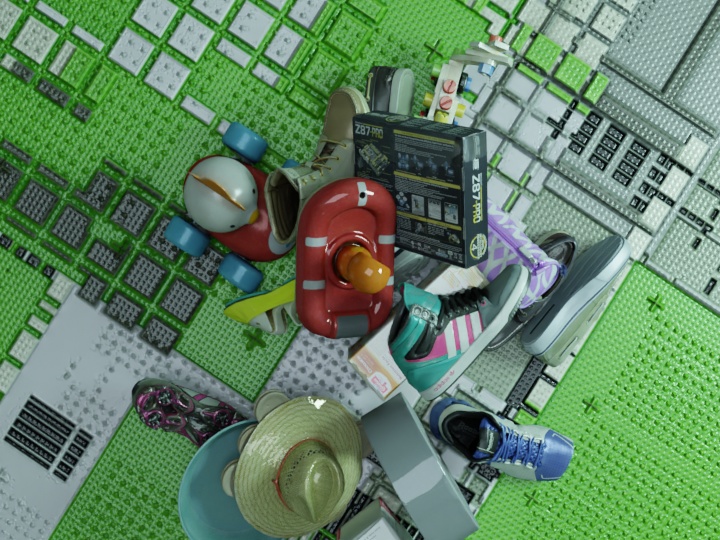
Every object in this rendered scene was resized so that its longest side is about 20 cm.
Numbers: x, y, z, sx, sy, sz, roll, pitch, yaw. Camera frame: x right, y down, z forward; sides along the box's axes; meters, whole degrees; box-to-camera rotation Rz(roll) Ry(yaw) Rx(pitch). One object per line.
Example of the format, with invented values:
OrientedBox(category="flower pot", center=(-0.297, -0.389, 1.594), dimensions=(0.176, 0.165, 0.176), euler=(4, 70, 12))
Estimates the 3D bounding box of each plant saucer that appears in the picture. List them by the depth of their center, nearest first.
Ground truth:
OrientedBox(category="plant saucer", center=(-0.154, 0.286, 1.426), dimensions=(0.197, 0.036, 0.203), euler=(-8, 109, -25))

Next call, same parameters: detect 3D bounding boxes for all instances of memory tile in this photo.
OrientedBox(category="memory tile", center=(-0.079, 0.249, 1.423), dimensions=(0.198, 0.017, 0.155), euler=(24, 93, -30))

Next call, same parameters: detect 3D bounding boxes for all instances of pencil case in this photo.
OrientedBox(category="pencil case", center=(0.172, -0.039, 1.399), dimensions=(0.084, 0.086, 0.200), euler=(-39, 62, -11))

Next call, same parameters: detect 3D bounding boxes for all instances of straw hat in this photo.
OrientedBox(category="straw hat", center=(-0.063, 0.273, 1.379), dimensions=(0.198, 0.085, 0.205), euler=(-8, 108, -25))

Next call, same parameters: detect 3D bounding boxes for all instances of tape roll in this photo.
OrientedBox(category="tape roll", center=(0.076, 0.260, 1.375), dimensions=(0.066, 0.200, 0.202), euler=(-30, 89, 0))

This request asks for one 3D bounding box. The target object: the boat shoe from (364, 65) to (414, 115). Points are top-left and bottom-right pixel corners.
OrientedBox(category="boat shoe", center=(0.026, -0.174, 1.448), dimensions=(0.060, 0.071, 0.205), euler=(13, 96, 24))

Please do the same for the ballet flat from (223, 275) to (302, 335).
OrientedBox(category="ballet flat", center=(-0.100, 0.047, 1.413), dimensions=(0.198, 0.067, 0.068), euler=(-23, 75, 27))

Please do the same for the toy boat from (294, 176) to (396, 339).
OrientedBox(category="toy boat", center=(-0.006, -0.009, 1.287), dimensions=(0.129, 0.130, 0.204), euler=(-4, 104, -24))

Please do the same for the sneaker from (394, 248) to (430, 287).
OrientedBox(category="sneaker", center=(0.000, 0.000, 1.450), dimensions=(0.198, 0.076, 0.081), euler=(-32, 65, 5))

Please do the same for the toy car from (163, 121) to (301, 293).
OrientedBox(category="toy car", center=(-0.161, -0.085, 1.381), dimensions=(0.176, 0.200, 0.186), euler=(33, 91, 1))

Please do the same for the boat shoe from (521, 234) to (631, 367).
OrientedBox(category="boat shoe", center=(0.300, 0.041, 1.448), dimensions=(0.062, 0.072, 0.200), euler=(40, 94, -24))

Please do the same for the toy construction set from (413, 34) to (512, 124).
OrientedBox(category="toy construction set", center=(0.120, -0.225, 1.412), dimensions=(0.091, 0.131, 0.202), euler=(31, 90, 0))

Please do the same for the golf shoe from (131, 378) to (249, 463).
OrientedBox(category="golf shoe", center=(-0.217, 0.198, 1.444), dimensions=(0.199, 0.092, 0.073), euler=(33, 89, -22))

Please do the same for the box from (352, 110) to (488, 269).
OrientedBox(category="box", center=(0.071, -0.104, 1.321), dimensions=(0.049, 0.199, 0.164), euler=(-21, 116, -37))

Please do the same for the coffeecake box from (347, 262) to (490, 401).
OrientedBox(category="coffeecake box", center=(0.077, 0.069, 1.399), dimensions=(0.200, 0.154, 0.073), euler=(-42, 91, 1))

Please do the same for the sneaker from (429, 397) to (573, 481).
OrientedBox(category="sneaker", center=(0.185, 0.233, 1.416), dimensions=(0.196, 0.115, 0.082), euler=(19, 91, 1))

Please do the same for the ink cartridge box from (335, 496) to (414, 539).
OrientedBox(category="ink cartridge box", center=(0.058, 0.412, 1.402), dimensions=(0.084, 0.146, 0.201), euler=(-37, 89, -1))

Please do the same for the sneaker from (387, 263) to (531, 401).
OrientedBox(category="sneaker", center=(0.104, 0.045, 1.284), dimensions=(0.120, 0.084, 0.201), euler=(40, 92, -12))

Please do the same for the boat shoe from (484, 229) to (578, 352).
OrientedBox(category="boat shoe", center=(0.221, 0.027, 1.441), dimensions=(0.072, 0.065, 0.200), euler=(43, 91, 1))

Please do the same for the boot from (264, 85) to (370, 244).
OrientedBox(category="boot", center=(-0.054, -0.136, 1.369), dimensions=(0.071, 0.154, 0.204), euler=(11, 102, 34))
